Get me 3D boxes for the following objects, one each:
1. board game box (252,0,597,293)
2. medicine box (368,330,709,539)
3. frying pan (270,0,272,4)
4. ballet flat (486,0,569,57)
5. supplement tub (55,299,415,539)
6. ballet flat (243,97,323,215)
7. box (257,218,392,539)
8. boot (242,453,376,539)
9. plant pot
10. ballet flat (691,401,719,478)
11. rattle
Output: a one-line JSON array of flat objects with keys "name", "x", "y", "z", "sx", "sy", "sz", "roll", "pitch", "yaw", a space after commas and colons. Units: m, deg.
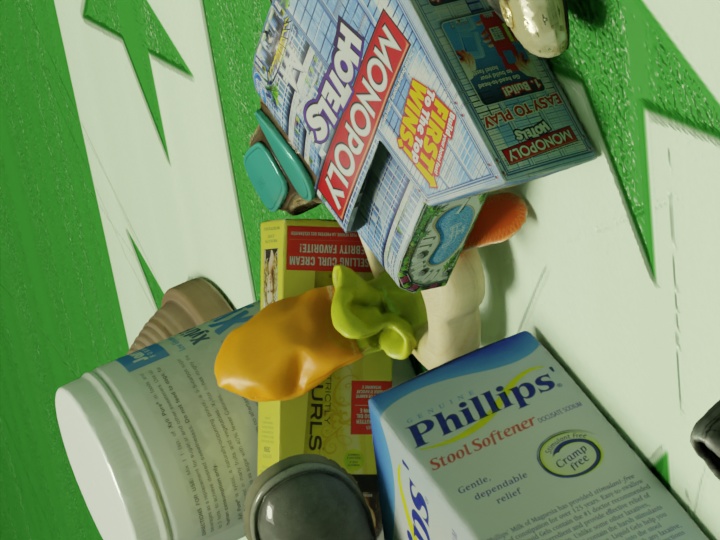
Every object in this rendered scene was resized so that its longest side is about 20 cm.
[{"name": "board game box", "x": 0.024, "y": -0.086, "z": 1.391, "sx": 0.200, "sy": 0.061, "sz": 0.201, "roll": 55, "pitch": 143, "yaw": 28}, {"name": "medicine box", "x": 0.097, "y": 0.169, "z": 1.470, "sx": 0.200, "sy": 0.102, "sz": 0.183, "roll": 50, "pitch": 156, "yaw": 44}, {"name": "frying pan", "x": -0.045, "y": -0.179, "z": 1.603, "sx": 0.190, "sy": 0.031, "sz": 0.115, "roll": -123, "pitch": 20, "yaw": -43}, {"name": "ballet flat", "x": 0.040, "y": -0.173, "z": 1.305, "sx": 0.201, "sy": 0.057, "sz": 0.067, "roll": 59, "pitch": 162, "yaw": 27}, {"name": "supplement tub", "x": -0.073, "y": 0.093, "z": 1.731, "sx": 0.132, "sy": 0.199, "sz": 0.132, "roll": 56, "pitch": 159, "yaw": 35}, {"name": "ballet flat", "x": -0.026, "y": -0.074, "z": 1.598, "sx": 0.071, "sy": 0.065, "sz": 0.200, "roll": 60, "pitch": 172, "yaw": -3}, {"name": "box", "x": -0.020, "y": 0.071, "z": 1.648, "sx": 0.050, "sy": 0.075, "sz": 0.202, "roll": 176, "pitch": 97, "yaw": -71}, {"name": "boot", "x": 0.019, "y": 0.210, "z": 1.461, "sx": 0.182, "sy": 0.072, "sz": 0.200, "roll": 63, "pitch": 176, "yaw": -38}, {"name": "plant pot", "x": -0.126, "y": 0.115, "z": 2.113, "sx": 0.201, "sy": 0.092, "sz": 0.201, "roll": 57, "pitch": 161, "yaw": 32}, {"name": "ballet flat", "x": 0.185, "y": 0.141, "z": 1.216, "sx": 0.066, "sy": 0.057, "sz": 0.201, "roll": 26, "pitch": 134, "yaw": 67}, {"name": "rattle", "x": 0.000, "y": 0.000, "z": 1.514, "sx": 0.200, "sy": 0.142, "sz": 0.131, "roll": 157, "pitch": 109, "yaw": -79}]
